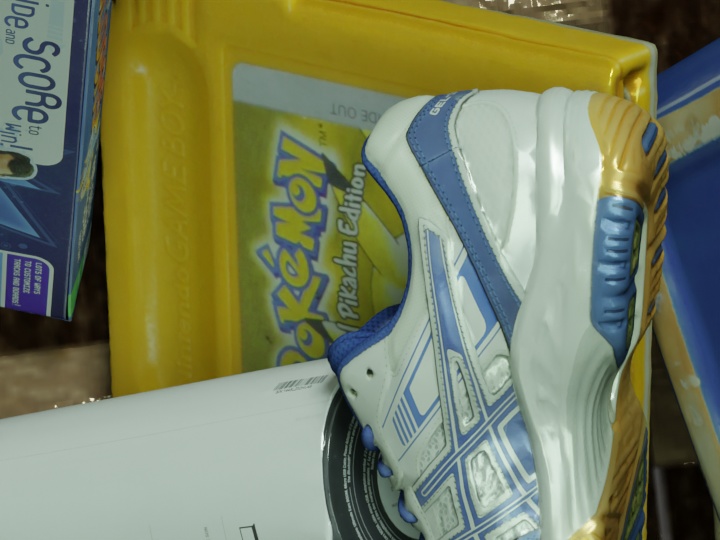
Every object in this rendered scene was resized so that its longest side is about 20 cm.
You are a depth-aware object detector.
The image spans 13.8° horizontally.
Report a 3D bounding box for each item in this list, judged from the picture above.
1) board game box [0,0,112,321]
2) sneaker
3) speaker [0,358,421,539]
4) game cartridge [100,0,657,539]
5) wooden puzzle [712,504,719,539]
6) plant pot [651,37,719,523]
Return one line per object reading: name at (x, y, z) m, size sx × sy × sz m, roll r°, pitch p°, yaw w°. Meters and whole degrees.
board game box at (-0.146, -0.062, 0.911) m, size 0.134 × 0.200 × 0.035 m, roll 12°, pitch 56°, yaw -2°
sneaker at (0.035, 0.045, 0.836) m, size 0.088 × 0.075 × 0.202 m, roll 7°, pitch 102°, yaw 14°
speaker at (-0.056, 0.076, 0.924) m, size 0.199 × 0.081 × 0.082 m, roll -13°, pitch 100°, yaw 42°
game cartridge at (0.000, 0.000, 0.920) m, size 0.199 × 0.032 × 0.178 m, roll 13°, pitch 115°, yaw 33°
wooden puzzle at (0.215, 0.118, 1.008) m, size 0.184 × 0.037 × 0.202 m, roll -4°, pitch 98°, yaw 0°
plant pot at (0.194, -0.005, 0.866) m, size 0.179 × 0.200 × 0.201 m, roll -14°, pitch 82°, yaw -31°
